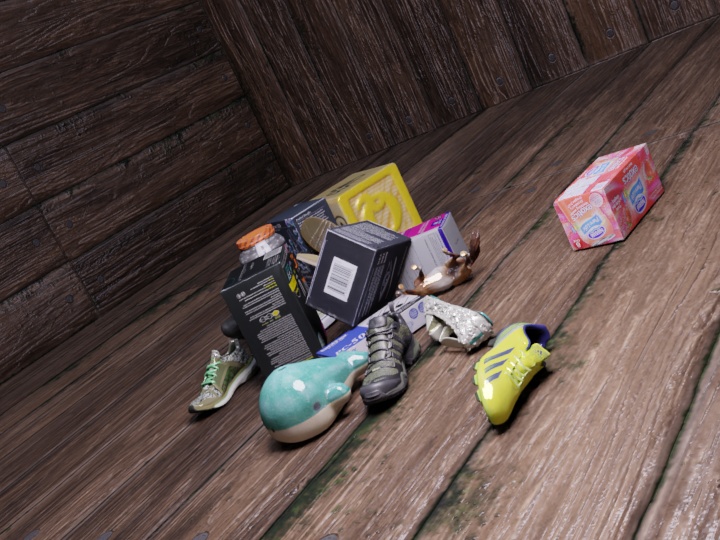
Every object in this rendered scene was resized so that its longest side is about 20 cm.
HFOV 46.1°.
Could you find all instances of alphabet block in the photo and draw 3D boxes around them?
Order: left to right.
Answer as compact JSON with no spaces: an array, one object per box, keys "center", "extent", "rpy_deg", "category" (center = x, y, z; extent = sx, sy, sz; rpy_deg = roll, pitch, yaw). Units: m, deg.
[{"center":[0.006,-0.128,2.087],"extent":[0.195,0.198,0.199],"rpy_deg":[-35,16,-26],"category":"alphabet block"}]

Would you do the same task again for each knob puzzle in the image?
[{"center":[-0.048,0.001,1.852],"extent":[0.215,0.031,0.220],"rpy_deg":[15,6,-2],"category":"knob puzzle"}]

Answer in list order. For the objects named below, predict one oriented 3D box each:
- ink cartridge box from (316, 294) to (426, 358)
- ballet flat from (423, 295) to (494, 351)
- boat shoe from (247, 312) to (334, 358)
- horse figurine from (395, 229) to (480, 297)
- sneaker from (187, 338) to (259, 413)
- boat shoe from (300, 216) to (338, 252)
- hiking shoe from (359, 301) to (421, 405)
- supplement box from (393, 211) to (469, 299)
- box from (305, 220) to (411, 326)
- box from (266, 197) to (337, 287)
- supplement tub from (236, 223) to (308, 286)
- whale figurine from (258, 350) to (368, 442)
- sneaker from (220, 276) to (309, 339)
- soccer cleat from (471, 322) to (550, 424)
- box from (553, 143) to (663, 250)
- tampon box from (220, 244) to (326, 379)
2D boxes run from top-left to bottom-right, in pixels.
[{"center":[0.027,0.111,1.467],"extent":[0.198,0.045,0.094],"rpy_deg":[-33,13,-21],"category":"ink cartridge box"},{"center":[0.136,0.083,1.321],"extent":[0.071,0.073,0.200],"rpy_deg":[-30,13,-14],"category":"ballet flat"},{"center":[-0.140,0.119,1.730],"extent":[0.197,0.063,0.072],"rpy_deg":[-30,13,-9],"category":"boat shoe"},{"center":[0.146,0.005,1.554],"extent":[0.197,0.051,0.133],"rpy_deg":[-30,-24,7],"category":"horse figurine"},{"center":[-0.279,0.202,1.637],"extent":[0.076,0.090,0.200],"rpy_deg":[-17,17,33],"category":"sneaker"},{"center":[-0.045,-0.058,1.916],"extent":[0.075,0.197,0.063],"rpy_deg":[-66,-16,-3],"category":"boat shoe"},{"center":[0.030,0.125,1.283],"extent":[0.075,0.102,0.200],"rpy_deg":[-22,14,22],"category":"hiking shoe"},{"center":[0.105,-0.022,1.692],"extent":[0.197,0.105,0.101],"rpy_deg":[-24,14,23],"category":"supplement box"},{"center":[0.000,0.000,1.565],"extent":[0.103,0.151,0.199],"rpy_deg":[22,14,18],"category":"box"},{"center":[-0.114,-0.056,2.033],"extent":[0.106,0.203,0.148],"rpy_deg":[-32,14,-26],"category":"box"},{"center":[-0.207,0.002,1.999],"extent":[0.121,0.203,0.123],"rpy_deg":[-25,14,7],"category":"supplement tub"},{"center":[-0.071,0.172,1.299],"extent":[0.199,0.105,0.158],"rpy_deg":[-38,17,-31],"category":"whale figurine"},{"center":[-0.201,0.062,1.710],"extent":[0.198,0.092,0.076],"rpy_deg":[-31,39,-5],"category":"sneaker"},{"center":[0.194,0.120,1.061],"extent":[0.082,0.066,0.200],"rpy_deg":[-18,16,26],"category":"soccer cleat"},{"center":[0.428,-0.127,1.454],"extent":[0.101,0.096,0.199],"rpy_deg":[-13,19,45],"category":"box"},{"center":[-0.157,0.081,1.601],"extent":[0.124,0.203,0.150],"rpy_deg":[-25,14,4],"category":"tampon box"}]
